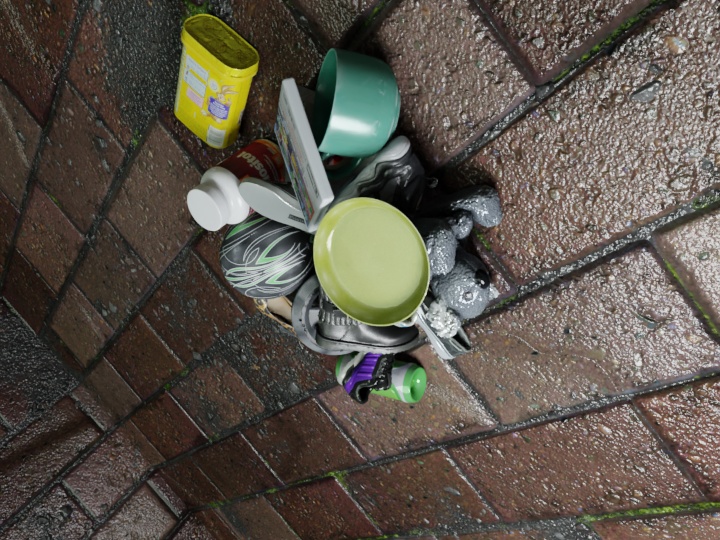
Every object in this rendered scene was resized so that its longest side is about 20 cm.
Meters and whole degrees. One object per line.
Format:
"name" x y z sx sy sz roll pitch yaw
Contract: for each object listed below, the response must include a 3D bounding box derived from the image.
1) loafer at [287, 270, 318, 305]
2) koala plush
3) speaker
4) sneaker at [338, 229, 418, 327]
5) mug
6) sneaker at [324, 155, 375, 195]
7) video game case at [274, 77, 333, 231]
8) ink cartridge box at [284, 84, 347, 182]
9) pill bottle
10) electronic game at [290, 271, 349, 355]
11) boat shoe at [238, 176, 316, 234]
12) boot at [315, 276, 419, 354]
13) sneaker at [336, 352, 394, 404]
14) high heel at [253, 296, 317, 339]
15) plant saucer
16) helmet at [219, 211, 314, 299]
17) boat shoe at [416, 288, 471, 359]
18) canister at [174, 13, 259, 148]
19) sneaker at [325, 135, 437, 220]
"loafer" -0.130 0.034 1.364 0.198 0.073 0.072 29 141 33
"koala plush" 0.152 -0.008 1.026 0.182 0.177 0.202 -4 120 54
"speaker" 0.042 0.230 1.356 0.197 0.088 0.090 7 126 36
"sneaker" 0.033 0.004 1.013 0.201 0.076 0.081 56 170 -21
"mug" -0.009 -0.247 0.977 0.112 0.155 0.185 6 154 -17
"sneaker" 0.002 -0.181 1.071 0.196 0.075 0.101 3 119 15
"video game case" -0.097 -0.183 1.024 0.182 0.023 0.204 137 115 -74
"ink cartridge box" -0.061 -0.212 1.127 0.171 0.044 0.203 26 135 24
"pill bottle" -0.231 -0.162 1.188 0.111 0.200 0.115 21 134 24
"electronic game" -0.044 0.083 1.263 0.042 0.196 0.203 -116 8 -62
"boat shoe" -0.128 -0.127 1.142 0.197 0.065 0.071 25 142 -19
"boot" 0.019 0.066 1.121 0.207 0.080 0.161 1 119 -15
"sneaker" 0.042 0.193 1.273 0.201 0.069 0.100 -52 52 17
"high heel" -0.163 0.092 1.422 0.141 0.072 0.201 14 146 39
"plant saucer" 0.019 -0.015 0.948 0.196 0.031 0.204 10 113 25
"helmet" -0.184 -0.037 1.253 0.197 0.191 0.203 21 133 24
"boat shoe" 0.146 0.081 1.175 0.070 0.073 0.201 -20 118 37
"canister" -0.278 -0.349 1.168 0.148 0.087 0.201 40 140 7
"sneaker" 0.032 -0.116 1.008 0.114 0.076 0.199 44 122 -12
